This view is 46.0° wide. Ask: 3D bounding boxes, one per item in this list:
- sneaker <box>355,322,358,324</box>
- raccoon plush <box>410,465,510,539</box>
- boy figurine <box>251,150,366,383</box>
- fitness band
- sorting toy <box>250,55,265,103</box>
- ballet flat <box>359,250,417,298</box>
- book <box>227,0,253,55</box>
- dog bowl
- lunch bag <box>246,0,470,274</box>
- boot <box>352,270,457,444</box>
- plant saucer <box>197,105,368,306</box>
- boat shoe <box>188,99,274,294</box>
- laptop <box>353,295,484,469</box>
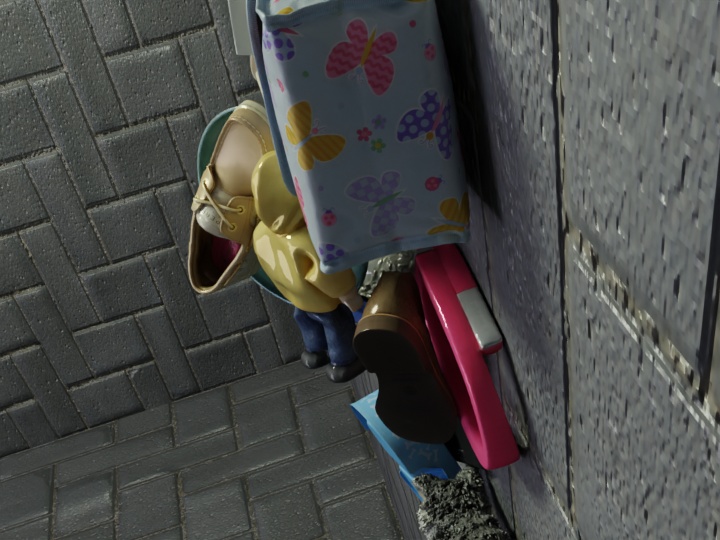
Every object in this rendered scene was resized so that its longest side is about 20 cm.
[{"bbox_3d":[0.040,0.043,0.988,0.092,0.076,0.200,42,167,-11],"label":"sneaker"},{"bbox_3d":[0.118,0.236,0.777,0.200,0.095,0.136,-41,49,52],"label":"raccoon plush"},{"bbox_3d":[-0.046,-0.008,0.703,0.123,0.064,0.203,18,131,50],"label":"boy figurine"},{"bbox_3d":[0.081,0.064,0.691,0.145,0.037,0.202,79,174,-48],"label":"fitness band"},{"bbox_3d":[-0.076,-0.272,1.046,0.202,0.105,0.182,-111,14,-45],"label":"sorting toy"},{"bbox_3d":[0.000,0.000,0.894,0.199,0.071,0.073,-11,97,68],"label":"ballet flat"},{"bbox_3d":[-0.061,-0.267,0.653,0.201,0.047,0.136,-67,-25,-53],"label":"book"},{"bbox_3d":[0.065,0.204,0.918,0.201,0.049,0.111,55,169,-26],"label":"dog bowl"},{"bbox_3d":[-0.005,-0.121,0.575,0.201,0.125,0.172,-98,-4,-60],"label":"lunch bag"},{"bbox_3d":[0.046,0.080,0.721,0.202,0.072,0.076,72,-156,-47],"label":"boot"},{"bbox_3d":[-0.064,-0.059,0.766,0.198,0.036,0.203,24,134,27],"label":"plant saucer"},{"bbox_3d":[-0.111,-0.051,0.734,0.073,0.069,0.202,34,137,16],"label":"boat shoe"},{"bbox_3d":[0.039,0.112,0.870,0.177,0.101,0.204,125,130,-80],"label":"laptop"}]
